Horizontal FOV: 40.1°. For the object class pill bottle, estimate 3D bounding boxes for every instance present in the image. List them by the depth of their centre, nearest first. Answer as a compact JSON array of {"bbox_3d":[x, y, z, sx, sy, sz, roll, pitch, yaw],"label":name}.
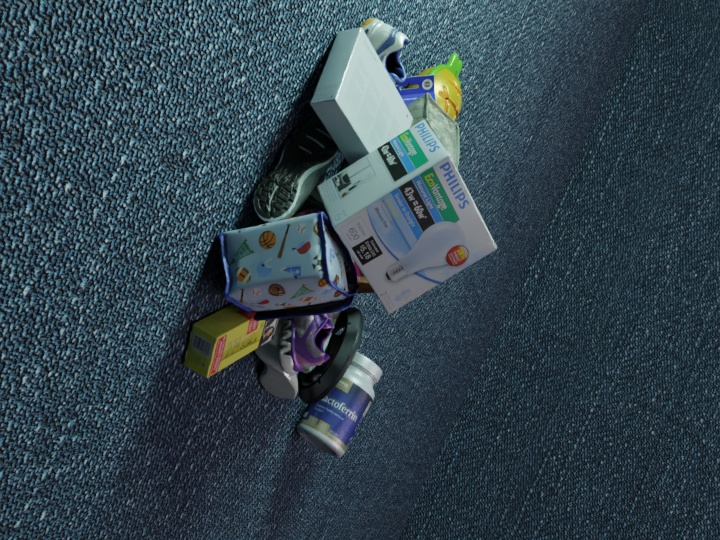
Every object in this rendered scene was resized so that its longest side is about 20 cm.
[{"bbox_3d":[-0.040,0.276,2.069,0.202,0.114,0.116,-60,160,-18],"label":"pill bottle"}]

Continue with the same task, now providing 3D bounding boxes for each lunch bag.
[{"bbox_3d":[-0.101,0.006,1.482,0.200,0.166,0.127,46,37,-72],"label":"lunch bag"},{"bbox_3d":[0.075,-0.167,1.655,0.117,0.162,0.203,37,42,-37],"label":"lunch bag"}]

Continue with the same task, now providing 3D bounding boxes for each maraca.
[{"bbox_3d":[0.144,-0.327,1.860,0.200,0.106,0.139,-49,154,-40],"label":"maraca"}]

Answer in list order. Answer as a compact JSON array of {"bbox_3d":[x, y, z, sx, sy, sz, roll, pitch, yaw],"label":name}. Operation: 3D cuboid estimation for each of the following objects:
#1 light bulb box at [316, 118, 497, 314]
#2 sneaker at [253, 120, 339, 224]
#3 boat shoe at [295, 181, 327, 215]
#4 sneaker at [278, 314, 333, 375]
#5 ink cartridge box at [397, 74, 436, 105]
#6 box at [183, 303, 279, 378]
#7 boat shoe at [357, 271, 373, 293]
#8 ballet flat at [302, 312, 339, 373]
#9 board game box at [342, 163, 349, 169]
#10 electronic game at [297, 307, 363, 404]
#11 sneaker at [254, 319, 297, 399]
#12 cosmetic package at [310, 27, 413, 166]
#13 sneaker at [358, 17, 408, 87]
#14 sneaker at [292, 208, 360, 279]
[{"bbox_3d":[0.071,-0.080,1.489,0.198,0.126,0.199,-31,127,5],"label":"light bulb box"},{"bbox_3d":[-0.097,-0.148,1.509,0.201,0.073,0.080,-54,170,-20],"label":"sneaker"},{"bbox_3d":[-0.044,-0.095,1.661,0.063,0.073,0.199,-47,145,14],"label":"boat shoe"},{"bbox_3d":[-0.086,0.076,1.675,0.080,0.087,0.204,39,48,-64],"label":"sneaker"},{"bbox_3d":[0.092,-0.250,1.784,0.037,0.093,0.203,-99,-175,-58],"label":"ink cartridge box"},{"bbox_3d":[-0.196,0.095,1.543,0.199,0.049,0.077,-27,139,-61],"label":"box"},{"bbox_3d":[0.000,0.000,1.790,0.200,0.069,0.072,30,49,-73],"label":"boat shoe"},{"bbox_3d":[-0.080,0.090,1.845,0.203,0.071,0.072,-63,161,-15],"label":"ballet flat"},{"bbox_3d":[-0.004,-0.104,1.821,0.153,0.046,0.199,-67,161,5],"label":"board game box"},{"bbox_3d":[-0.057,0.160,1.860,0.200,0.041,0.201,-49,-159,26],"label":"electronic game"},{"bbox_3d":[-0.136,0.150,1.747,0.202,0.074,0.089,86,22,-51],"label":"sneaker"},{"bbox_3d":[0.007,-0.245,1.522,0.201,0.051,0.153,54,45,-43],"label":"cosmetic package"},{"bbox_3d":[0.028,-0.305,1.611,0.075,0.087,0.202,-49,156,-42],"label":"sneaker"},{"bbox_3d":[-0.072,-0.028,1.611,0.200,0.087,0.083,49,27,-55],"label":"sneaker"}]
